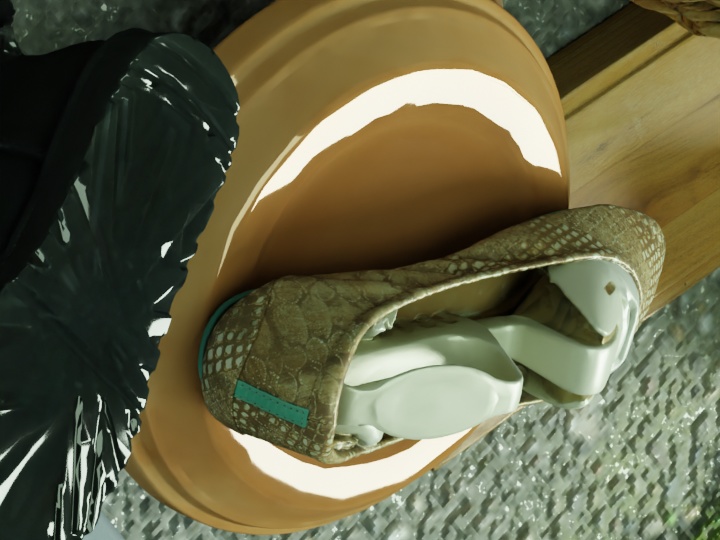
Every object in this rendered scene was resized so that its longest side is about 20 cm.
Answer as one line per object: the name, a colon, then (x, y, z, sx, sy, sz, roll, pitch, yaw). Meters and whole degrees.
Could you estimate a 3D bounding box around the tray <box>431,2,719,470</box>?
tray: (0.080, -0.023, 1.039, 0.200, 0.037, 0.099, -34, 118, -18)

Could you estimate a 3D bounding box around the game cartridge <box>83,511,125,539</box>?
game cartridge: (-0.158, 0.151, 0.948, 0.200, 0.040, 0.134, -44, 117, -14)

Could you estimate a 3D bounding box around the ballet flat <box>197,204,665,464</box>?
ballet flat: (0.040, 0.026, 0.904, 0.199, 0.065, 0.071, -15, 125, -37)

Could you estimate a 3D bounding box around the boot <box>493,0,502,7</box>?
boot: (-0.014, -0.125, 0.934, 0.097, 0.075, 0.200, -23, 139, 0)

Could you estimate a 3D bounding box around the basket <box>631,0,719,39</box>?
basket: (0.144, -0.143, 0.942, 0.149, 0.200, 0.143, 21, 101, -46)

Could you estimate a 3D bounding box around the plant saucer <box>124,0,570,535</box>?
plant saucer: (0.000, 0.000, 0.927, 0.200, 0.037, 0.201, -23, 127, -34)

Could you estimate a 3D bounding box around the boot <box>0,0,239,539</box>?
boot: (-0.132, 0.007, 0.825, 0.073, 0.162, 0.199, 43, 61, -40)
